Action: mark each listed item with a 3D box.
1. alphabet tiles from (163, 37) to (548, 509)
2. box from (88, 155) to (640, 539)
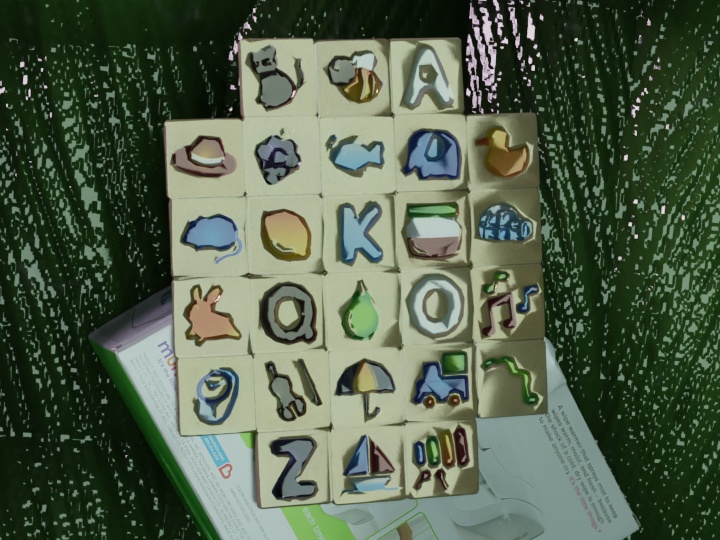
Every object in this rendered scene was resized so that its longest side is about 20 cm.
[{"bbox_3d":[0.000,0.000,0.792,0.165,0.006,0.201,-3,92,-14],"label":"alphabet tiles"},{"bbox_3d":[0.002,0.074,0.847,0.176,0.097,0.201,-32,101,-13],"label":"box"}]
